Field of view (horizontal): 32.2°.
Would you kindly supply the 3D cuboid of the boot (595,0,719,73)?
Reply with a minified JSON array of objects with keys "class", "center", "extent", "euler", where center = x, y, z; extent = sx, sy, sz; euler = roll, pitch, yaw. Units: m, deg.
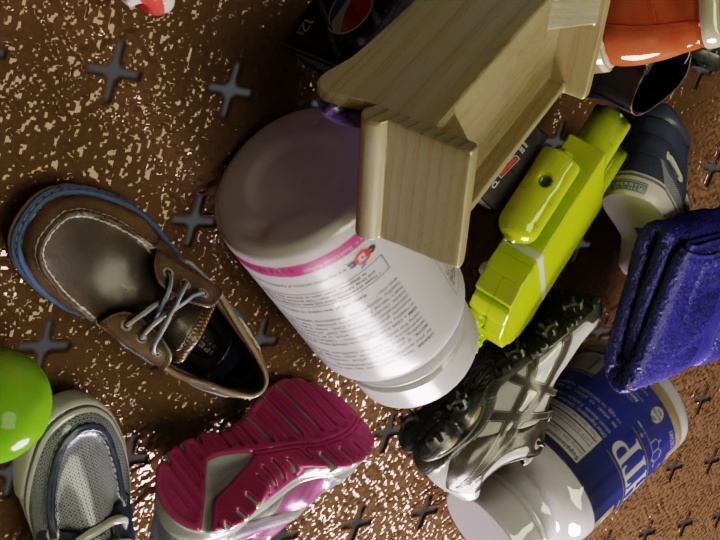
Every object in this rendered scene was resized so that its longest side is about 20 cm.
[{"class":"boot","center":[0.194,-0.233,0.821],"extent":[0.075,0.107,0.201],"euler":[10,78,-63]}]

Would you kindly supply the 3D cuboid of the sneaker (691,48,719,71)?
[{"class":"sneaker","center":[0.270,-0.208,0.939],"extent":[0.100,0.070,0.200],"euler":[-59,165,2]}]

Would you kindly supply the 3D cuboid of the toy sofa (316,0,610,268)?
[{"class":"toy sofa","center":[0.059,-0.101,0.709],"extent":[0.200,0.097,0.083],"euler":[-51,155,-40]}]

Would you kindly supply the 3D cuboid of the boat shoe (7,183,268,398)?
[{"class":"boat shoe","center":[-0.115,0.017,0.723],"extent":[0.072,0.072,0.200],"euler":[-56,140,-3]}]

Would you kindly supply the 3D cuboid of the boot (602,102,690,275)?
[{"class":"boot","center":[0.259,-0.056,1.064],"extent":[0.091,0.072,0.200],"euler":[-67,154,-18]}]

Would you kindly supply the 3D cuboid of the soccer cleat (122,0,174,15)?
[{"class":"soccer cleat","center":[-0.121,-0.212,0.583],"extent":[0.085,0.069,0.201],"euler":[-39,132,-16]}]

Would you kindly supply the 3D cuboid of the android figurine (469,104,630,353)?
[{"class":"android figurine","center":[0.134,-0.024,0.928],"extent":[0.201,0.041,0.182],"euler":[-56,164,-5]}]

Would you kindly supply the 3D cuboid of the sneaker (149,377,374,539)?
[{"class":"sneaker","center":[-0.073,0.140,0.846],"extent":[0.199,0.081,0.088],"euler":[-19,150,-47]}]

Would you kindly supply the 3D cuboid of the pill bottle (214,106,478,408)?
[{"class":"pill bottle","center":[0.000,0.000,0.798],"extent":[0.113,0.113,0.200],"euler":[-48,138,-12]}]

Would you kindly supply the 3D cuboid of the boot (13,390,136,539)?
[{"class":"boot","center":[-0.154,0.174,0.756],"extent":[0.073,0.090,0.201],"euler":[-23,128,-34]}]

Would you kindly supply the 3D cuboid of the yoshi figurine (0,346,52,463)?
[{"class":"yoshi figurine","center":[-0.220,0.119,0.665],"extent":[0.112,0.112,0.201],"euler":[-11,120,-60]}]

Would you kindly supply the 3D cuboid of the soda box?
[{"class":"soda box","center":[0.043,-0.116,0.809],"extent":[0.071,0.063,0.200],"euler":[-57,140,-2]}]

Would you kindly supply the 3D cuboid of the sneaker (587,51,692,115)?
[{"class":"sneaker","center":[0.210,-0.206,0.888],"extent":[0.075,0.106,0.201],"euler":[23,97,-49]}]

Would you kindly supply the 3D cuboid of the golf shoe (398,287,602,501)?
[{"class":"golf shoe","center":[0.124,0.098,0.999],"extent":[0.200,0.078,0.095],"euler":[-40,114,-7]}]

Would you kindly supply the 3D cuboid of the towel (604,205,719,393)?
[{"class":"towel","center":[0.281,0.021,1.027],"extent":[0.199,0.049,0.149],"euler":[-10,117,-47]}]

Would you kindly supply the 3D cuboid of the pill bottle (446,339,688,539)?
[{"class":"pill bottle","center":[0.174,0.162,1.070],"extent":[0.200,0.119,0.120],"euler":[-38,136,-22]}]
